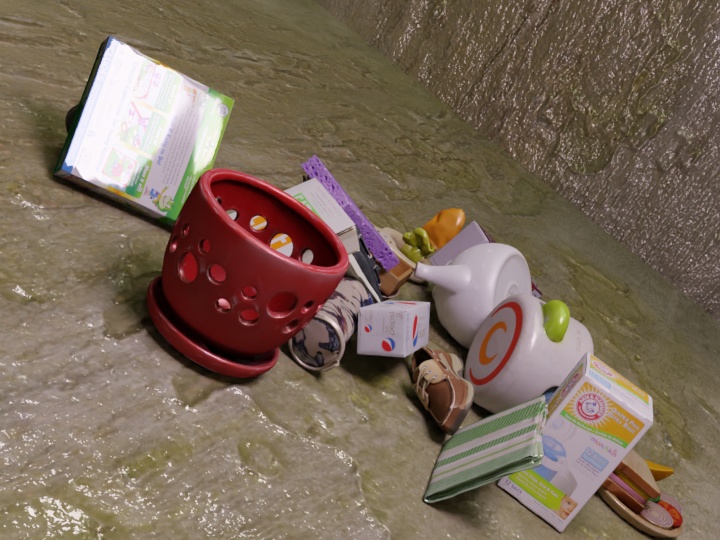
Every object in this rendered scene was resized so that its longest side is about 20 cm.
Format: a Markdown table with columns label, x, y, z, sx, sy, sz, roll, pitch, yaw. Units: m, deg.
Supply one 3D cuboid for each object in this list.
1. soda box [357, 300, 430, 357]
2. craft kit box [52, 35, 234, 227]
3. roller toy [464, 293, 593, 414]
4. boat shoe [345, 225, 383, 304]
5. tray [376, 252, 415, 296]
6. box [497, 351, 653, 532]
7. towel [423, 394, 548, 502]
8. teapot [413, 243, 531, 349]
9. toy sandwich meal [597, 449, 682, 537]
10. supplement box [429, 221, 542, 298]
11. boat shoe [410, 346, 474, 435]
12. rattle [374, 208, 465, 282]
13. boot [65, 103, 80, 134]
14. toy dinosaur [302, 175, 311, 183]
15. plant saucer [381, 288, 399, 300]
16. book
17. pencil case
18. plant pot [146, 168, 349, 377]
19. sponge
| label | x | y | z | sx | sy | sz | roll | pitch | yaw |
| --- | --- | --- | --- | --- | --- | --- | --- | --- | --- |
| soda box | 0.049 | 0.079 | 1.523 | 0.068 | 0.064 | 0.200 | 3 | 1 | 13 |
| craft kit box | -0.290 | -0.183 | 1.480 | 0.197 | 0.201 | 0.048 | 24 | -17 | -26 |
| roller toy | 0.255 | 0.141 | 1.642 | 0.139 | 0.183 | 0.200 | 28 | -10 | -17 |
| boat shoe | -0.002 | -0.001 | 1.584 | 0.074 | 0.066 | 0.200 | 12 | -28 | 31 |
| tray | -0.012 | -0.042 | 1.732 | 0.200 | 0.037 | 0.099 | 38 | 19 | 7 |
| box | 0.287 | 0.227 | 1.460 | 0.112 | 0.200 | 0.101 | 36 | 19 | 3 |
| towel | 0.164 | 0.222 | 1.366 | 0.024 | 0.152 | 0.200 | 64 | 17 | -7 |
| teapot | 0.190 | 0.046 | 1.817 | 0.145 | 0.201 | 0.197 | 4 | 27 | 32 |
| toy sandwich meal | 0.425 | 0.321 | 1.674 | 0.204 | 0.070 | 0.205 | 31 | 19 | -12 |
| supplement box | 0.224 | 0.012 | 1.938 | 0.200 | 0.109 | 0.061 | 38 | 17 | -40 |
| boat shoe | 0.104 | 0.163 | 1.513 | 0.074 | 0.076 | 0.200 | 26 | 12 | -10 |
| rattle | 0.081 | -0.063 | 1.905 | 0.200 | 0.143 | 0.131 | 28 | 39 | -41 |
| boot | -0.365 | -0.219 | 1.586 | 0.182 | 0.072 | 0.201 | 46 | 15 | -42 |
| toy dinosaur | -0.100 | -0.030 | 1.597 | 0.181 | 0.105 | 0.201 | 3 | 71 | -50 |
| plant saucer | -0.028 | -0.009 | 1.736 | 0.200 | 0.037 | 0.201 | 31 | 19 | -12 |
| book | -0.120 | -0.041 | 1.460 | 0.134 | 0.199 | 0.048 | 52 | -19 | 42 |
| pencil case | -0.038 | 0.070 | 1.462 | 0.089 | 0.078 | 0.200 | 47 | 19 | -3 |
| plant pot | -0.142 | 0.008 | 1.270 | 0.200 | 0.183 | 0.201 | 32 | 19 | -12 |
| sponge | -0.013 | -0.082 | 1.618 | 0.112 | 0.030 | 0.200 | 54 | 3 | 35 |
